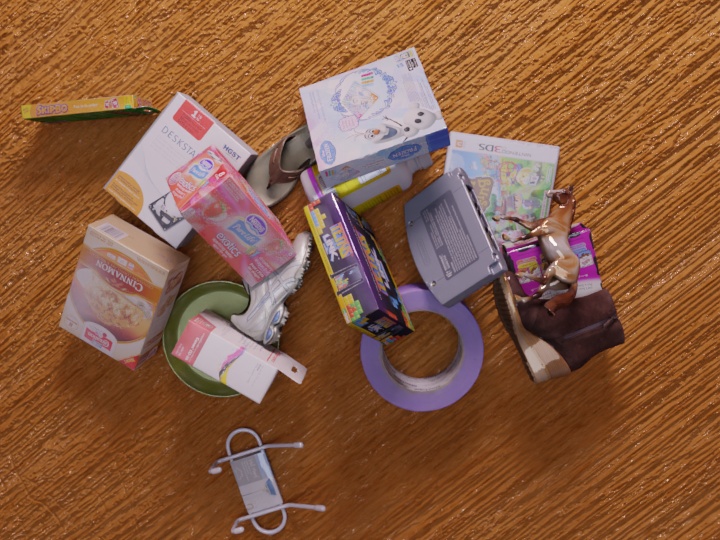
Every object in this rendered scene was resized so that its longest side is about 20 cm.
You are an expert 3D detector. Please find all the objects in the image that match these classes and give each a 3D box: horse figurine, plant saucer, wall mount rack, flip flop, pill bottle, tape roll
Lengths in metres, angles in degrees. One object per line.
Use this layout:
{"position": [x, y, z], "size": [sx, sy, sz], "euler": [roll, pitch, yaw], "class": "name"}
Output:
{"position": [0.282, -0.025, 1.181], "size": [0.132, 0.050, 0.201], "euler": [-8, 72, -13], "class": "horse figurine"}
{"position": [-0.236, 0.115, 1.334], "size": [0.199, 0.031, 0.201], "euler": [0, 98, 2], "class": "plant saucer"}
{"position": [-0.157, 0.365, 1.338], "size": [0.173, 0.075, 0.201], "euler": [-18, 96, 5], "class": "wall mount rack"}
{"position": [-0.112, -0.180, 1.277], "size": [0.200, 0.058, 0.081], "euler": [-37, 94, 7], "class": "flip flop"}
{"position": [0.012, -0.156, 1.252], "size": [0.200, 0.104, 0.104], "euler": [-27, 95, 5], "class": "pill bottle"}
{"position": [0.100, 0.124, 1.292], "size": [0.199, 0.085, 0.201], "euler": [0, 98, 3], "class": "tape roll"}

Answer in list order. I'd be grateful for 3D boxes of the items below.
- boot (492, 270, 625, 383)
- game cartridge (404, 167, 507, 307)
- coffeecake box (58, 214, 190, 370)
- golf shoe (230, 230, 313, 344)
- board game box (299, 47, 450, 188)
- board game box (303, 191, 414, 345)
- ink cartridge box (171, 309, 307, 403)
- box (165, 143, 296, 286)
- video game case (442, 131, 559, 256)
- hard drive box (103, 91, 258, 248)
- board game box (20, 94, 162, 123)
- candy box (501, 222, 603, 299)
{"position": [0.309, 0.062, 1.222], "size": [0.166, 0.072, 0.200], "euler": [-26, 100, -6], "class": "boot"}
{"position": [0.141, -0.049, 1.229], "size": [0.133, 0.040, 0.200], "euler": [-33, 57, 25], "class": "game cartridge"}
{"position": [-0.387, 0.036, 1.276], "size": [0.153, 0.073, 0.200], "euler": [28, 115, 7], "class": "coffeecake box"}
{"position": [-0.143, 0.017, 1.279], "size": [0.097, 0.078, 0.200], "euler": [24, 81, -3], "class": "golf shoe"}
{"position": [0.017, -0.240, 1.211], "size": [0.198, 0.043, 0.200], "euler": [-18, 52, 4], "class": "board game box"}
{"position": [0.000, 0.000, 1.183], "size": [0.057, 0.165, 0.200], "euler": [-27, 67, 12], "class": "board game box"}
{"position": [-0.190, 0.146, 1.262], "size": [0.200, 0.116, 0.068], "euler": [29, 96, -1], "class": "ink cartridge box"}
{"position": [-0.198, -0.082, 1.214], "size": [0.095, 0.103, 0.200], "euler": [-35, 135, 3], "class": "box"}
{"position": [0.221, -0.117, 1.287], "size": [0.181, 0.022, 0.201], "euler": [8, 98, 2], "class": "video game case"}
{"position": [-0.292, -0.163, 1.280], "size": [0.156, 0.077, 0.200], "euler": [39, 97, -3], "class": "hard drive box"}
{"position": [-0.431, -0.260, 1.265], "size": [0.199, 0.096, 0.030], "euler": [-2, 96, 3], "class": "board game box"}
{"position": [0.320, 0.038, 1.268], "size": [0.136, 0.061, 0.201], "euler": [-15, 105, 4], "class": "candy box"}
